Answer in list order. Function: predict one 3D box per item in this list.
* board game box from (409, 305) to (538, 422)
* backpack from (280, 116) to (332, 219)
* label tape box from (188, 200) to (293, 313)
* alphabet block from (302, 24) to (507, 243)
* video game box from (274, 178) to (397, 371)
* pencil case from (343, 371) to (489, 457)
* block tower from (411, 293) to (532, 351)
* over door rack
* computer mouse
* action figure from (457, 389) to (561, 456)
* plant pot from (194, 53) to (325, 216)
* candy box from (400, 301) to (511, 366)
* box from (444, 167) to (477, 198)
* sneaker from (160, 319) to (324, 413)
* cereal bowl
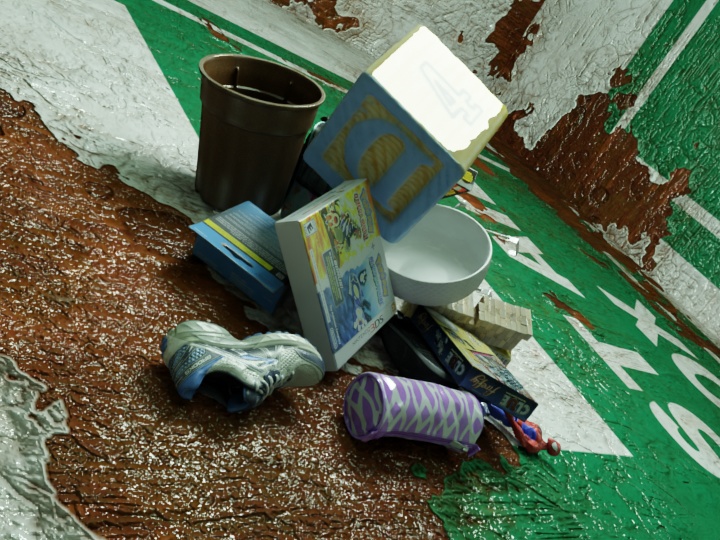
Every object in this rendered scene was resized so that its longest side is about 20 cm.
[{"bbox_3d":[0.162,0.132,1.143,0.134,0.035,0.200,31,11,-26],"label":"board game box"},{"bbox_3d":[-0.044,-0.144,1.324,0.152,0.201,0.176,38,26,3],"label":"backpack"},{"bbox_3d":[-0.152,-0.015,1.075,0.143,0.064,0.200,36,21,4],"label":"label tape box"},{"bbox_3d":[0.069,-0.201,1.148,0.196,0.195,0.201,44,44,-4],"label":"alphabet block"},{"bbox_3d":[-0.025,0.002,1.033,0.046,0.205,0.182,-4,20,29],"label":"video game box"},{"bbox_3d":[0.070,0.184,0.978,0.197,0.084,0.087,17,50,-36],"label":"pencil case"},{"bbox_3d":[0.180,0.072,1.258,0.196,0.058,0.055,17,49,-13],"label":"block tower"},{"bbox_3d":[0.174,-0.046,1.371,0.197,0.067,0.149,27,56,13],"label":"over door rack"},{"bbox_3d":[0.075,0.125,1.151,0.137,0.053,0.200,24,15,-42],"label":"computer mouse"},{"bbox_3d":[0.221,0.217,1.178,0.199,0.052,0.065,38,17,2],"label":"action figure"},{"bbox_3d":[-0.173,-0.207,1.222,0.195,0.202,0.202,14,30,-8],"label":"plant pot"},{"bbox_3d":[0.166,0.094,1.335,0.198,0.056,0.116,34,22,0],"label":"candy box"},{"bbox_3d":[0.107,-0.176,1.407,0.135,0.041,0.199,25,-10,-17],"label":"box"},{"bbox_3d":[-0.122,0.119,0.851,0.196,0.078,0.086,10,41,-34],"label":"sneaker"},{"bbox_3d":[0.101,-0.015,1.190,0.195,0.085,0.202,2,40,-2],"label":"cereal bowl"}]
